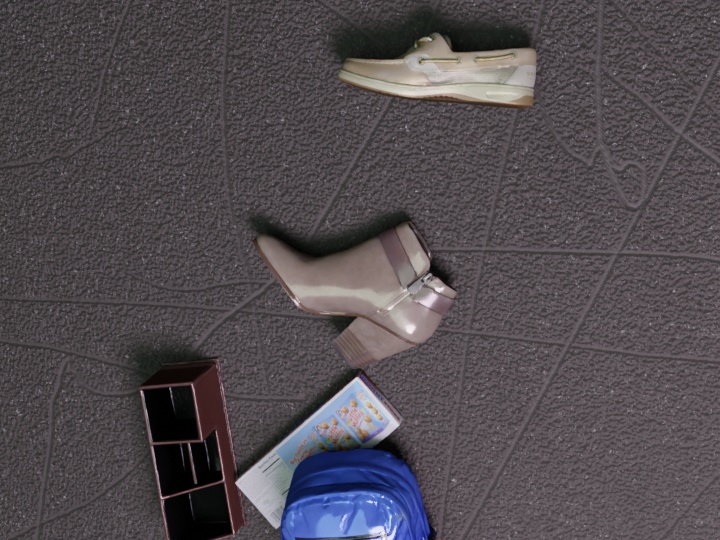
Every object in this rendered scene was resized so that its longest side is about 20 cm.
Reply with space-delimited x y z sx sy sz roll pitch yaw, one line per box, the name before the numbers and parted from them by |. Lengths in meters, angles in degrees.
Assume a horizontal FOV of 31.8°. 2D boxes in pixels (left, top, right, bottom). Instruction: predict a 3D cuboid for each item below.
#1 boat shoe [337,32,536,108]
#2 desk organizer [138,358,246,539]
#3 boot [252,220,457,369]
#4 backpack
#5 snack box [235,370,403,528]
boat shoe | 0.076 -0.202 1.259 0.197 0.072 0.066 6 96 10
desk organizer | -0.187 0.209 1.416 0.071 0.077 0.203 -5 102 15
boot | 0.000 0.000 1.331 0.146 0.070 0.200 -40 92 13
backpack | 0.002 0.301 1.339 0.160 0.168 0.203 -7 110 7
snack box | -0.048 0.201 1.407 0.200 0.024 0.072 -42 91 19
